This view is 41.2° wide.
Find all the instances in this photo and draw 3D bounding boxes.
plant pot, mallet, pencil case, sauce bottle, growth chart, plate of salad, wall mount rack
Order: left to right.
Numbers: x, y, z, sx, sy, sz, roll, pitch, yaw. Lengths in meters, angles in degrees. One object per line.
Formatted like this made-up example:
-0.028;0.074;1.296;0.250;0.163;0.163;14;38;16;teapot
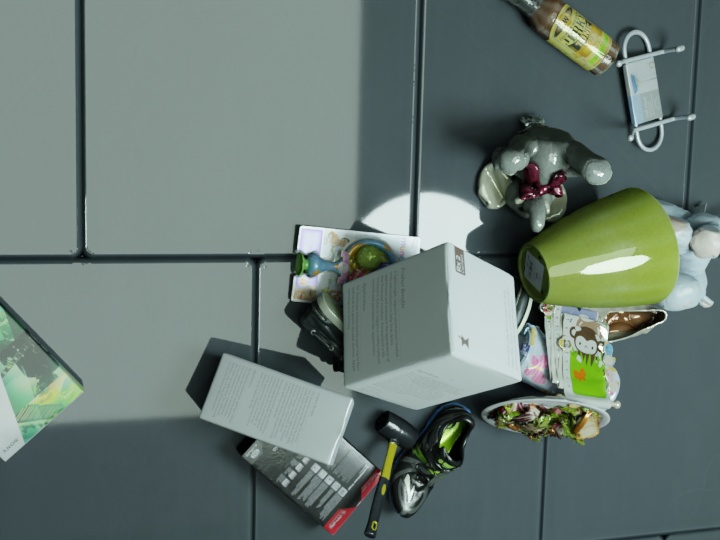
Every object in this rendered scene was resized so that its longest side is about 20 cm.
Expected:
0.045;0.316;1.461;0.066;0.041;0.201;28;53;-25;mallet
0.289;0.240;1.499;0.199;0.200;0.048;13;65;-19;plate of salad
0.324;0.161;1.556;0.199;0.083;0.091;27;74;-19;pencil case
0.312;-0.381;1.493;0.199;0.065;0.065;29;88;-19;sauce bottle
0.349;0.123;1.523;0.144;0.018;0.201;0;74;-27;growth chart
0.352;-0.017;1.481;0.199;0.187;0.188;-14;101;-18;plant pot
0.456;-0.285;1.534;0.173;0.074;0.201;-19;102;-29;wall mount rack

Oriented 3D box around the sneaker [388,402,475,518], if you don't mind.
0.112;0.298;1.505;0.071;0.083;0.200;36;86;-18;sneaker

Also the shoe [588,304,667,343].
0.416;0.083;1.589;0.199;0.053;0.070;-7;99;-17;shoe

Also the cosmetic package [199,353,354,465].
-0.118;0.201;1.380;0.199;0.071;0.102;19;79;6;cosmetic package

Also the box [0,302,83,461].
-0.502;0.143;1.315;0.144;0.036;0.200;-43;108;-8;box

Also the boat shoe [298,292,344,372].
-0.021;0.124;1.442;0.066;0.075;0.199;-34;120;11;boat shoe

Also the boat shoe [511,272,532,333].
0.203;0.087;1.512;0.066;0.074;0.200;26;98;-30;boat shoe

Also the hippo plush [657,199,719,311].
0.521;-0.021;1.587;0.200;0.159;0.162;-23;130;-55;hippo plush

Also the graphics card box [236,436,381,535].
-0.076;0.292;1.461;0.200;0.051;0.126;44;82;-18;graphics card box

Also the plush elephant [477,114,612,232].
0.271;-0.135;1.473;0.164;0.200;0.155;4;119;-5;plush elephant

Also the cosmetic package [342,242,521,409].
0.099;0.086;1.366;0.165;0.199;0.166;24;56;-42;cosmetic package

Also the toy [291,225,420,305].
0.000;0.000;1.450;0.199;0.047;0.116;5;97;-18;toy
